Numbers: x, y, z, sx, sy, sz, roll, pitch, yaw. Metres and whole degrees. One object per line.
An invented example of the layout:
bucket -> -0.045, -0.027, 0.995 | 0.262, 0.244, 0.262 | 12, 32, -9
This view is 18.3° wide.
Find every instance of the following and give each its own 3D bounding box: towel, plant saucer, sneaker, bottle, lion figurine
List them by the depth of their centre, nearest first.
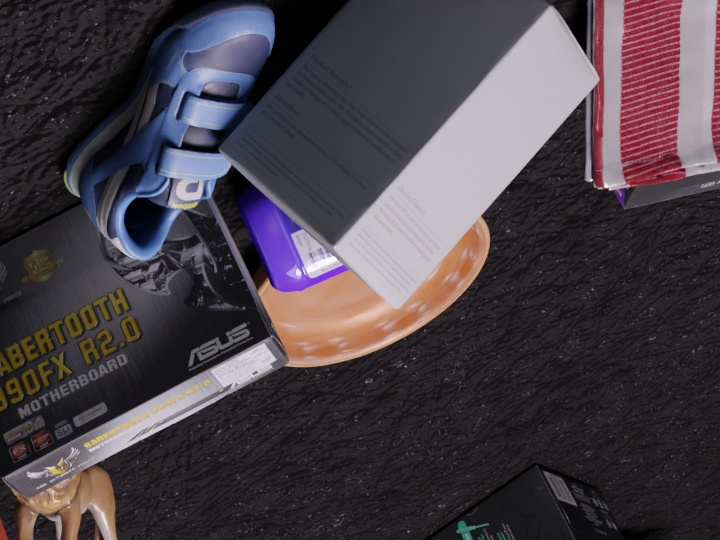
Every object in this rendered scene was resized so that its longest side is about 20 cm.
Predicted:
sneaker -> -0.108, -0.088, 1.401 | 0.074, 0.082, 0.200 | 4, 137, -40
bottle -> 0.017, -0.057, 1.551 | 0.200, 0.084, 0.065 | -25, -174, -5
towel -> 0.249, -0.139, 1.571 | 0.200, 0.023, 0.144 | -10, 110, -23
plant saucer -> 0.000, 0.000, 1.677 | 0.200, 0.037, 0.200 | -20, 151, -11
lion figurine -> -0.227, 0.172, 1.732 | 0.072, 0.123, 0.200 | 0, 166, 2

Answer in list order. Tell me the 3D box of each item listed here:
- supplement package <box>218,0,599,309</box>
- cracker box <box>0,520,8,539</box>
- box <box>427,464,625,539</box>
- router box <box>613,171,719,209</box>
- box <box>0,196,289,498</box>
supplement package -> 0.033, -0.099, 1.402 | 0.200, 0.117, 0.117 | -48, 150, -1
cracker box -> -0.361, 0.222, 1.645 | 0.200, 0.134, 0.058 | -10, 148, -26
box -> 0.154, 0.307, 2.206 | 0.200, 0.124, 0.148 | -38, 148, 18
router box -> 0.296, -0.125, 1.695 | 0.200, 0.051, 0.149 | -12, 150, -24
box -> -0.167, 0.035, 1.474 | 0.200, 0.159, 0.048 | -27, 153, 2
